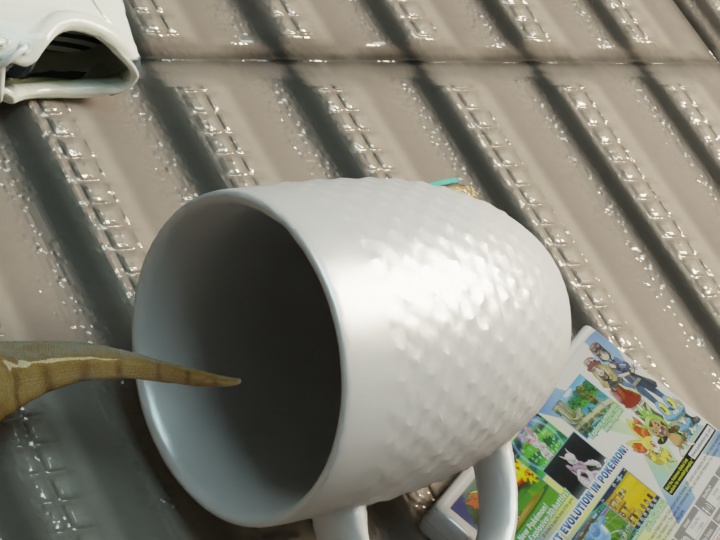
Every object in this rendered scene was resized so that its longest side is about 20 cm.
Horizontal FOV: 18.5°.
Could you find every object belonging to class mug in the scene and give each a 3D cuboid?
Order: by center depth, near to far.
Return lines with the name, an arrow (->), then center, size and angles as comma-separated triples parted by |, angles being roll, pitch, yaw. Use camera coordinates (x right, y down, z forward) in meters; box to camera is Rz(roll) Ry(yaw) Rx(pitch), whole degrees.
mug -> 0.013, 0.056, 1.012 | 0.175, 0.147, 0.201 | -7, 81, -43

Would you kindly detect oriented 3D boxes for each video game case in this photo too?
video game case -> 0.144, 0.133, 1.124 | 0.182, 0.022, 0.200 | 39, 39, 6

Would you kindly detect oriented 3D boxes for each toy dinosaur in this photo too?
toy dinosaur -> -0.166, 0.045, 0.960 | 0.199, 0.061, 0.107 | -16, 62, -20

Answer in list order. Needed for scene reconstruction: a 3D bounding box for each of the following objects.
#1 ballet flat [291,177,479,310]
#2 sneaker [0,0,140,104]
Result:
ballet flat -> 0.000, 0.000, 1.128 | 0.199, 0.070, 0.066 | -17, 74, -42
sneaker -> -0.193, -0.122, 1.106 | 0.199, 0.073, 0.071 | -5, 49, -40
